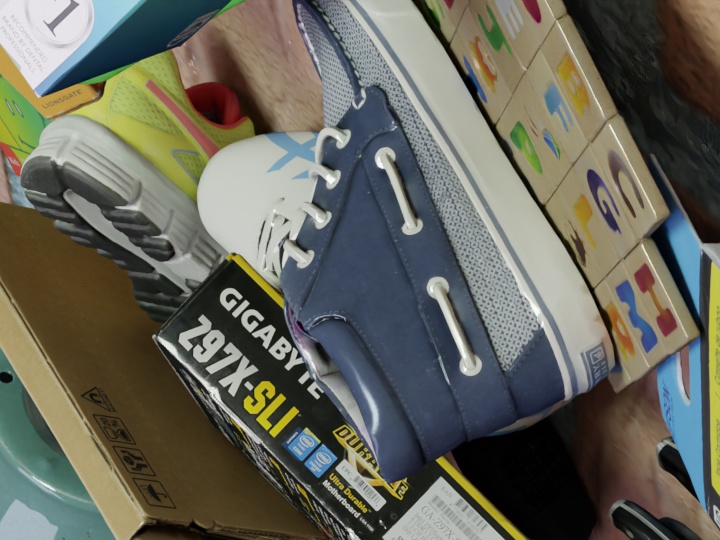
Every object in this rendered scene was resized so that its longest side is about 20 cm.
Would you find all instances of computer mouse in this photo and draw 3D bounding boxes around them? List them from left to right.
[{"bbox_3d":[0.082,0.124,1.209,0.059,0.034,0.201,10,132,62],"label":"computer mouse"}]

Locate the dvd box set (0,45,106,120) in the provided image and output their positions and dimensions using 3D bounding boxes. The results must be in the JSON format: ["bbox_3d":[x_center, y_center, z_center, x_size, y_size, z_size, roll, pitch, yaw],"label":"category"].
[{"bbox_3d":[-0.151,-0.171,1.064,0.029,0.147,0.200,-19,134,28],"label":"dvd box set"}]

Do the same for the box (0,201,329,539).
[{"bbox_3d":[-0.084,0.050,1.288,0.163,0.021,0.200,13,-147,-47],"label":"box"}]

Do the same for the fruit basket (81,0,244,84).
[{"bbox_3d":[-0.074,-0.176,0.958,0.217,0.155,0.216,61,177,6],"label":"fruit basket"}]

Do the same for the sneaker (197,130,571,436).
[{"bbox_3d":[0.000,0.000,1.126,0.200,0.072,0.072,31,117,39],"label":"sneaker"}]

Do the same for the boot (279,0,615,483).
[{"bbox_3d":[0.002,-0.025,1.027,0.201,0.090,0.073,58,170,33],"label":"boot"}]

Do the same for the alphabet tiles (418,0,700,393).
[{"bbox_3d":[0.058,-0.043,0.963,0.167,0.006,0.200,64,172,7],"label":"alphabet tiles"}]

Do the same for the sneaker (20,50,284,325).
[{"bbox_3d":[-0.063,-0.030,1.251,0.078,0.091,0.200,8,158,28],"label":"sneaker"}]

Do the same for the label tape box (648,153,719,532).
[{"bbox_3d":[0.158,0.067,0.890,0.144,0.066,0.201,81,164,-50],"label":"label tape box"}]

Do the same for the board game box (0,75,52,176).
[{"bbox_3d":[-0.160,-0.130,1.338,0.101,0.047,0.201,21,141,57],"label":"board game box"}]

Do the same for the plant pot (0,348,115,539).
[{"bbox_3d":[-0.133,0.119,1.485,0.200,0.199,0.189,45,143,25],"label":"plant pot"}]

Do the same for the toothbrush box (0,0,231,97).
[{"bbox_3d":[-0.049,-0.169,0.830,0.200,0.085,0.147,-38,86,30],"label":"toothbrush box"}]

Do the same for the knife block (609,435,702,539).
[{"bbox_3d":[0.179,0.126,0.975,0.198,0.177,0.064,2,144,7],"label":"knife block"}]

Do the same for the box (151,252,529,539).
[{"bbox_3d":[0.000,0.081,1.153,0.160,0.049,0.200,42,174,11],"label":"box"}]
